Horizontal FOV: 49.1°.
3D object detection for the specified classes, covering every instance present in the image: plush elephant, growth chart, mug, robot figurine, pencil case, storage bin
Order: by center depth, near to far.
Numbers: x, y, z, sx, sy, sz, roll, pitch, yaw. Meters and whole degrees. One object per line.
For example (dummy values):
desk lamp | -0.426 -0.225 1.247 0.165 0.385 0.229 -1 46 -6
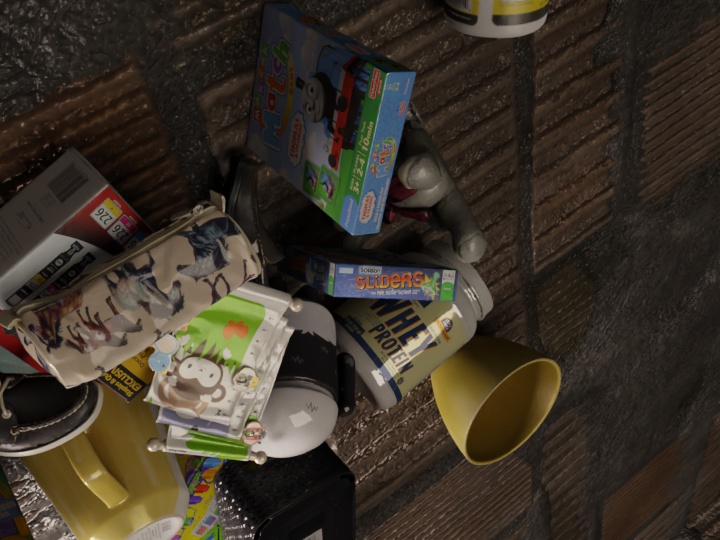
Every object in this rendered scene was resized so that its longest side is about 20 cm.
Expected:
pencil case | -0.183 0.016 0.640 0.200 0.078 0.090 -33 121 -22
growth chart | -0.135 0.095 0.754 0.144 0.018 0.201 8 107 -27
mug | -0.267 0.218 0.818 0.149 0.153 0.186 -45 153 14
plush elephant | 0.020 -0.090 0.881 0.155 0.200 0.165 -30 140 13
robot figurine | -0.088 0.110 0.890 0.150 0.200 0.125 -8 146 6
storage bin | -0.085 0.299 0.936 0.135 0.094 0.200 -24 135 -28

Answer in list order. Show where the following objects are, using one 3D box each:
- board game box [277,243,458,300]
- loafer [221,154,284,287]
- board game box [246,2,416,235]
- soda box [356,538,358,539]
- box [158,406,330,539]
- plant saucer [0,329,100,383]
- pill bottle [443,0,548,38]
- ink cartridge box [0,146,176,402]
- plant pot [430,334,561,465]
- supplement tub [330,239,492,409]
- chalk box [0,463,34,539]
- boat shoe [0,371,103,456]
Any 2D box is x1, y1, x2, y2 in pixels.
board game box | 0.000 0.000 0.864 0.135 0.200 0.035 3 96 -23
loafer | -0.116 -0.019 0.827 0.072 0.073 0.201 4 96 -15
board game box | -0.037 -0.146 0.738 0.037 0.200 0.152 -10 126 -35
soda box | -0.093 0.491 1.285 0.200 0.063 0.070 -40 139 -10
box | -0.180 0.252 0.977 0.192 0.122 0.200 24 102 -48
plant saucer | -0.309 0.047 0.768 0.201 0.039 0.201 -24 134 -28
pill bottle | 0.146 -0.354 0.809 0.114 0.114 0.200 -24 134 -26
ink cartridge box | -0.249 0.025 0.710 0.176 0.084 0.200 -44 139 -8
plant pot | 0.194 0.181 1.242 0.200 0.142 0.200 -23 134 -27
supplement tub | 0.060 0.068 1.033 0.200 0.145 0.145 -39 139 -12
chalk box | -0.396 0.298 0.759 0.124 0.200 0.125 6 115 -44
boat shoe | -0.330 0.120 0.697 0.199 0.074 0.060 -6 143 11
